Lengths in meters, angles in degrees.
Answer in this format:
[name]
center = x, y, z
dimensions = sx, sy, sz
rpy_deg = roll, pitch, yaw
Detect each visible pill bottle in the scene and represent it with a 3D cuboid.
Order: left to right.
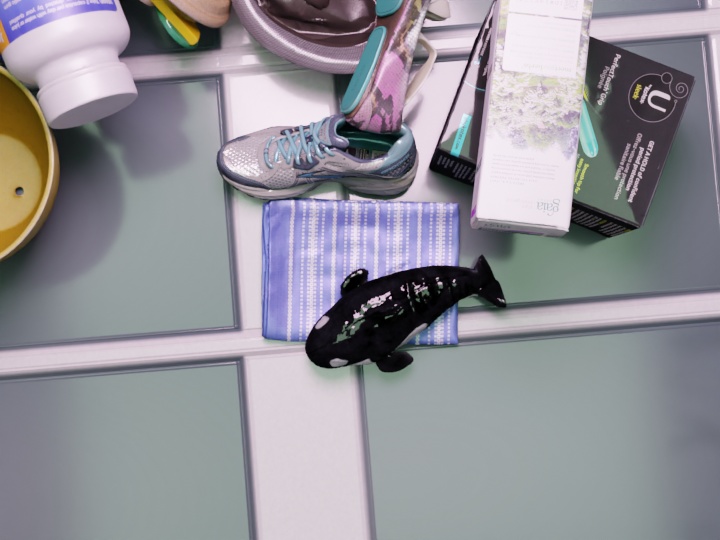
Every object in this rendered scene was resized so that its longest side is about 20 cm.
[pill bottle]
center = -0.267, -0.231, 0.915
dimensions = 0.111, 0.112, 0.201
rpy_deg = -21, 90, -1

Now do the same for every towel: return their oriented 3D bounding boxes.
[towel]
center = 0.000, 0.000, 1.054
dimensions = 0.199, 0.024, 0.146
rpy_deg = 1, 88, 0

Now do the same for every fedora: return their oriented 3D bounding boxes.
[fedora]
center = -0.034, -0.277, 1.033
dimensions = 0.199, 0.090, 0.178
rpy_deg = 14, 88, -6

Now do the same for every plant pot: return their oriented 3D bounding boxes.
[plant pot]
center = -0.369, -0.090, 0.999
dimensions = 0.199, 0.142, 0.201
rpy_deg = 0, 87, -1

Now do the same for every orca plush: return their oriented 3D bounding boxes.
[orca plush]
center = 0.042, 0.045, 1.012
dimensions = 0.199, 0.071, 0.106
rpy_deg = -8, 91, -2

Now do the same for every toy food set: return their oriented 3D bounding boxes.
[toy food set]
center = -0.192, -0.309, 0.989
dimensions = 0.048, 0.198, 0.200
rpy_deg = -29, 123, 19

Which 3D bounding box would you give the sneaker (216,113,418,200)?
[sneaker]
center = -0.041, -0.121, 1.022
dimensions = 0.199, 0.086, 0.078
rpy_deg = -3, 69, -3

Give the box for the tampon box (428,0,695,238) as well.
[tampon box]
center = 0.185, -0.138, 1.009
dimensions = 0.199, 0.126, 0.151
rpy_deg = 21, 88, 0

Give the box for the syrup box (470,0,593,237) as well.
[syrup box]
center = 0.144, -0.132, 0.904
dimensions = 0.078, 0.081, 0.201
rpy_deg = 6, 89, 2

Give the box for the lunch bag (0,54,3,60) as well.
[lunch bag]
center = -0.346, -0.315, 1.019
dimensions = 0.170, 0.127, 0.200
rpy_deg = -34, 78, -2

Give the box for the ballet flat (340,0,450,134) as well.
[ballet flat]
center = 0.042, -0.221, 0.969
dimensions = 0.071, 0.069, 0.201
rpy_deg = 16, 92, -24
